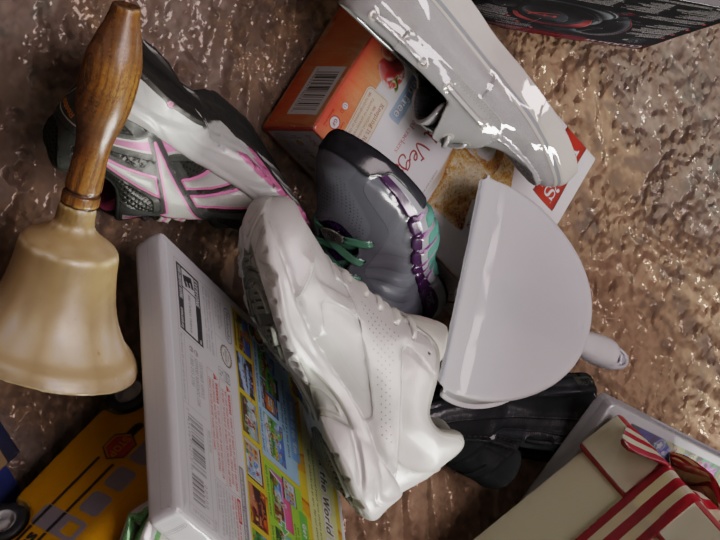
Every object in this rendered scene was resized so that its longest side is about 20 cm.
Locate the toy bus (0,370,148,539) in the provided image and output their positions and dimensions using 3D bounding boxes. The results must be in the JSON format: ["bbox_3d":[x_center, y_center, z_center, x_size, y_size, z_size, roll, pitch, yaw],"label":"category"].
[{"bbox_3d":[-0.147,0.142,1.303,0.200,0.078,0.065,-46,135,-27],"label":"toy bus"}]

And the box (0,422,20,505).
[{"bbox_3d":[-0.262,0.082,1.244,0.121,0.032,0.201,-43,119,-29],"label":"box"}]

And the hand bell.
[{"bbox_3d":[-0.148,-0.046,1.240,0.104,0.104,0.202,-1,114,-39],"label":"hand bell"}]

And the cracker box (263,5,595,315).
[{"bbox_3d":[0.048,-0.080,1.468,0.200,0.057,0.135,44,67,-33],"label":"cracker box"}]

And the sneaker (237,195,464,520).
[{"bbox_3d":[-0.002,0.038,1.351,0.099,0.078,0.201,-28,108,-13],"label":"sneaker"}]

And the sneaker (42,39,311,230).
[{"bbox_3d":[-0.111,-0.061,1.340,0.086,0.081,0.200,-39,137,12],"label":"sneaker"}]

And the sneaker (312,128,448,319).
[{"bbox_3d":[0.000,0.000,1.387,0.088,0.074,0.200,-50,151,-17],"label":"sneaker"}]

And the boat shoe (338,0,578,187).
[{"bbox_3d":[0.059,-0.111,1.400,0.068,0.072,0.200,-43,127,-5],"label":"boat shoe"}]

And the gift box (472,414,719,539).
[{"bbox_3d":[0.179,0.217,1.466,0.186,0.185,0.200,-38,137,-3],"label":"gift box"}]

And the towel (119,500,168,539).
[{"bbox_3d":[-0.087,0.213,1.320,0.200,0.023,0.154,26,81,-54],"label":"towel"}]

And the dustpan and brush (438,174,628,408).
[{"bbox_3d":[0.117,0.033,1.476,0.199,0.057,0.141,20,77,-37],"label":"dustpan and brush"}]

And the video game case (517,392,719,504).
[{"bbox_3d":[0.183,0.172,1.575,0.199,0.018,0.144,27,103,-42],"label":"video game case"}]

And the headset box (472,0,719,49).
[{"bbox_3d":[0.141,-0.192,1.443,0.147,0.200,0.076,8,86,-14],"label":"headset box"}]

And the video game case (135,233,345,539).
[{"bbox_3d":[-0.065,0.103,1.321,0.182,0.023,0.201,46,25,-41],"label":"video game case"}]

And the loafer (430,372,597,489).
[{"bbox_3d":[0.081,0.106,1.502,0.199,0.068,0.071,-3,87,-43],"label":"loafer"}]
